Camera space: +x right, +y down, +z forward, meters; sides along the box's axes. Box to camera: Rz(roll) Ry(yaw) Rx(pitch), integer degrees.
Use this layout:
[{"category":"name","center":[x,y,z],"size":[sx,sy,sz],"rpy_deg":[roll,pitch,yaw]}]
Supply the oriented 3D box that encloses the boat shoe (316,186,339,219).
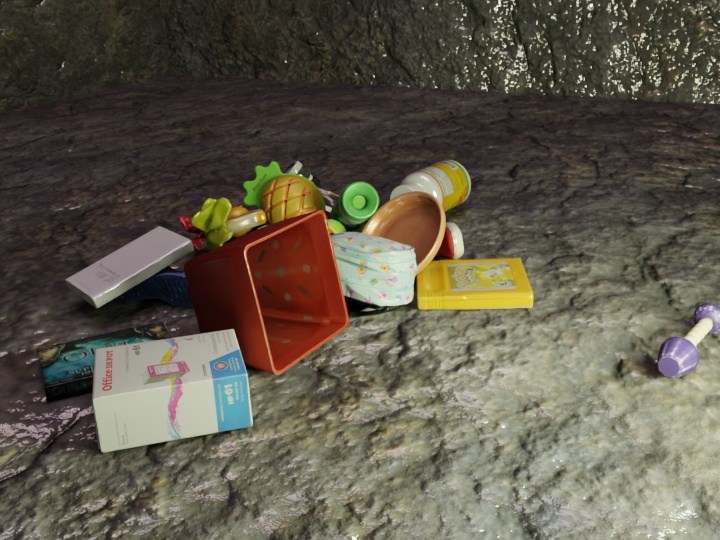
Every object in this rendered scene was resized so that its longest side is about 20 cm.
[{"category":"boat shoe","center":[-0.122,-0.172,1.856],"size":[0.199,0.072,0.060],"rpy_deg":[25,66,14]}]

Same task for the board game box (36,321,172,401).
[{"category":"board game box","center":[-0.384,0.134,1.251],"size":[0.199,0.028,0.135],"rpy_deg":[-12,25,-23]}]

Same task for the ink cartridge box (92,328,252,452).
[{"category":"ink cartridge box","center":[-0.257,0.158,1.108],"size":[0.199,0.085,0.145],"rpy_deg":[-9,23,-14]}]

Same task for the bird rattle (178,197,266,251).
[{"category":"bird rattle","center":[-0.271,-0.084,1.650],"size":[0.162,0.113,0.200],"rpy_deg":[-16,0,-17]}]

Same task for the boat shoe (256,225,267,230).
[{"category":"boat shoe","center":[-0.183,-0.024,1.587],"size":[0.090,0.071,0.200],"rpy_deg":[15,29,18]}]

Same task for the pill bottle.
[{"category":"pill bottle","center":[0.157,-0.178,1.866],"size":[0.111,0.112,0.200],"rpy_deg":[14,27,35]}]

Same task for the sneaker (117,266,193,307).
[{"category":"sneaker","center":[-0.351,0.018,1.481],"size":[0.199,0.071,0.078],"rpy_deg":[4,30,16]}]

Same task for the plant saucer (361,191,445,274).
[{"category":"plant saucer","center":[0.079,-0.056,1.540],"size":[0.199,0.037,0.201],"rpy_deg":[-25,46,28]}]

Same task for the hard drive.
[{"category":"hard drive","center":[-0.413,-0.010,1.465],"size":[0.200,0.027,0.132],"rpy_deg":[-35,34,-27]}]

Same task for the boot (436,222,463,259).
[{"category":"boot","center":[0.108,-0.051,1.596],"size":[0.143,0.073,0.200],"rpy_deg":[-9,8,-16]}]

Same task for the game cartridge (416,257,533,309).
[{"category":"game cartridge","center":[0.200,0.021,1.478],"size":[0.199,0.033,0.176],"rpy_deg":[0,22,3]}]

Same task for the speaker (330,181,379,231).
[{"category":"speaker","center":[-0.014,-0.128,1.700],"size":[0.088,0.089,0.200],"rpy_deg":[-5,-5,-8]}]

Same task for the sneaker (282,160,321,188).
[{"category":"sneaker","center":[-0.165,-0.179,1.964],"size":[0.200,0.112,0.073],"rpy_deg":[-24,28,56]}]

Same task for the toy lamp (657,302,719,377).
[{"category":"toy lamp","center":[0.492,0.105,1.216],"size":[0.058,0.059,0.200],"rpy_deg":[15,28,36]}]

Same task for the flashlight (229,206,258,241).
[{"category":"flashlight","center":[-0.250,-0.122,1.831],"size":[0.068,0.068,0.200],"rpy_deg":[45,30,6]}]

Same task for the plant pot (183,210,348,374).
[{"category":"plant pot","center":[-0.160,0.030,1.297],"size":[0.175,0.201,0.200],"rpy_deg":[0,19,36]}]

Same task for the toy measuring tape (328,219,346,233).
[{"category":"toy measuring tape","center":[-0.095,-0.075,1.689],"size":[0.199,0.074,0.074],"rpy_deg":[11,25,28]}]

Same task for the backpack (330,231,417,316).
[{"category":"backpack","center":[0.000,0.000,1.423],"size":[0.199,0.127,0.167],"rpy_deg":[15,24,29]}]

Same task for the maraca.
[{"category":"maraca","center":[-0.166,-0.151,1.774],"size":[0.200,0.137,0.107],"rpy_deg":[37,-4,14]}]
